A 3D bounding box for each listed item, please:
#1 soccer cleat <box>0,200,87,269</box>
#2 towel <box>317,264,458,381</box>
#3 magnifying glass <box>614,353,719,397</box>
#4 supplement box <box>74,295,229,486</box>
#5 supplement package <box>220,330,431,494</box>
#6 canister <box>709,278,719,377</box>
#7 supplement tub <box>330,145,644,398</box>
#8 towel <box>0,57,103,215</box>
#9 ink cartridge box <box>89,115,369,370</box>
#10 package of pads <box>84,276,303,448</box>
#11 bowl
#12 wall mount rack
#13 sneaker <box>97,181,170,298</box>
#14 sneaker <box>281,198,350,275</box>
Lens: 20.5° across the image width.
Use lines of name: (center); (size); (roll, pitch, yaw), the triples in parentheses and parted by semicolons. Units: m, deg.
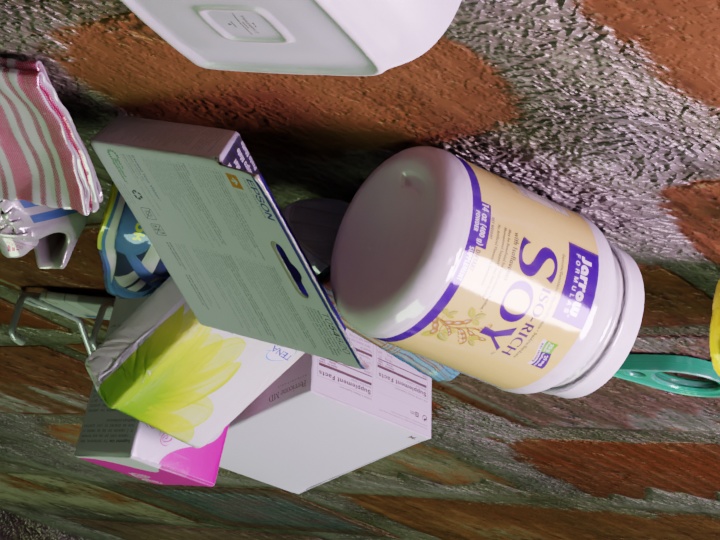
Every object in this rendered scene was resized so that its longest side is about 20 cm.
soccer cleat: (-0.291, -0.062, 1.632); (0.070, 0.086, 0.200); (3, 161, 31)
towel: (0.062, 0.016, 1.592); (0.147, 0.022, 0.200); (-39, 140, 18)
magnifying glass: (0.249, 0.091, 1.853); (0.200, 0.022, 0.080); (10, 164, 13)
supplement box: (-0.179, 0.094, 1.868); (0.101, 0.200, 0.103); (26, 159, -37)
supplement package: (-0.053, 0.123, 1.941); (0.156, 0.111, 0.200); (24, 143, -35)
canister: (0.386, 0.057, 1.520); (0.200, 0.087, 0.149); (2, 161, 29)
supplement tub: (0.095, 0.007, 1.462); (0.200, 0.146, 0.145); (22, 161, -31)
towel: (-0.303, -0.105, 1.512); (0.200, 0.030, 0.146); (6, 140, 23)
ink cartridge box: (-0.089, -0.023, 1.490); (0.200, 0.041, 0.200); (14, 142, 45)
package of pads: (-0.122, 0.055, 1.723); (0.068, 0.200, 0.154); (51, -173, 32)
bowl: (-0.057, -0.169, 1.116); (0.199, 0.075, 0.200); (6, 164, 26)
wall mount rack: (-0.270, 0.076, 2.103); (0.200, 0.075, 0.174); (5, 164, 34)
sneaker: (-0.178, -0.018, 1.723); (0.082, 0.074, 0.200); (10, 165, 1)
sneaker: (0.000, 0.000, 1.626); (0.200, 0.073, 0.071); (24, 145, -37)
